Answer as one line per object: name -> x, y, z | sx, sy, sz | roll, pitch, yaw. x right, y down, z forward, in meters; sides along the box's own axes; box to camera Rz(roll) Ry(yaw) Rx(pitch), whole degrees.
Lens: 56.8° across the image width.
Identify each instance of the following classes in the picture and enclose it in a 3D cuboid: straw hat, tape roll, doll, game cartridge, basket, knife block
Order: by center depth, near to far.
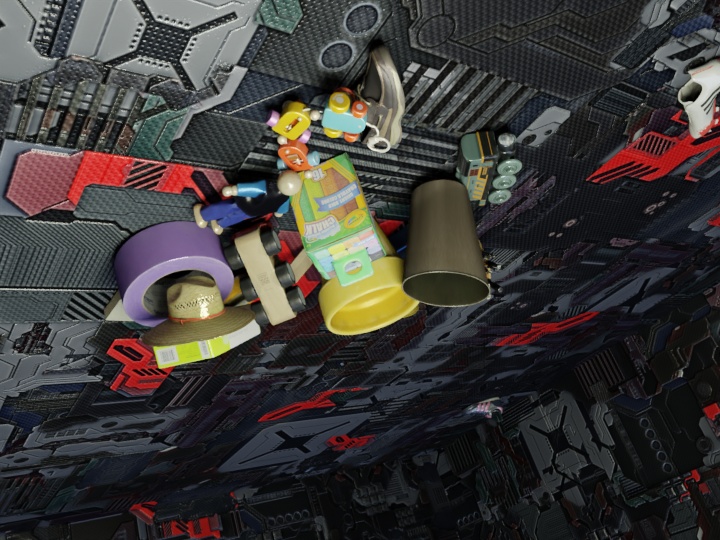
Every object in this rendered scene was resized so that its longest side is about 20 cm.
doll -> -0.181, -0.114, 1.093 | 0.198, 0.049, 0.136 | -17, 158, 27
straw hat -> -0.282, 0.055, 1.138 | 0.198, 0.086, 0.201 | -9, -165, 2
tape roll -> -0.335, 0.010, 1.201 | 0.198, 0.085, 0.201 | -19, 147, -13
basket -> 0.152, -0.055, 1.239 | 0.179, 0.202, 0.136 | 16, 149, -33
game cartridge -> -0.259, 0.058, 1.369 | 0.199, 0.033, 0.176 | -36, 172, 27
knife block -> 0.264, 0.014, 1.564 | 0.063, 0.177, 0.201 | -12, 153, -13

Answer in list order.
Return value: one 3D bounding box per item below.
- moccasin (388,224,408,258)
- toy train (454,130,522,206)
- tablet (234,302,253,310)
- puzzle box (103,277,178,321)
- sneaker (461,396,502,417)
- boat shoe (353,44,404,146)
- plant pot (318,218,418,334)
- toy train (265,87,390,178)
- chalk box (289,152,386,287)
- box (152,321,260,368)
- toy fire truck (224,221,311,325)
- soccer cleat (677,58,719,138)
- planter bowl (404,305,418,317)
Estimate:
moccasin -> 0.139, -0.077, 1.426 | 0.199, 0.081, 0.068 | -24, 142, 37
toy train -> 0.236, -0.191, 1.270 | 0.112, 0.086, 0.200 | -5, 156, -1
tablet -> -0.263, 0.089, 1.263 | 0.129, 0.014, 0.199 | -13, -174, 34
puzzle box -> -0.398, 0.061, 1.350 | 0.199, 0.026, 0.133 | 7, 141, -43
sneaker -> 0.577, 0.661, 3.139 | 0.198, 0.083, 0.070 | -18, 155, -5
boat shoe -> 0.023, -0.249, 1.003 | 0.073, 0.075, 0.201 | -18, 153, -5
plant pot -> 0.000, 0.000, 1.332 | 0.199, 0.190, 0.201 | -16, 153, -8
toy train -> -0.057, -0.213, 1.008 | 0.198, 0.056, 0.150 | -8, 150, 27
chalk box -> -0.037, -0.073, 1.151 | 0.123, 0.202, 0.124 | -22, 154, 4
box -> -0.276, 0.125, 1.240 | 0.121, 0.048, 0.200 | -14, -176, 21
toy fire truck -> -0.157, -0.016, 1.272 | 0.127, 0.178, 0.200 | -22, -163, 5
soccer cleat -> 0.668, -0.334, 1.320 | 0.084, 0.069, 0.200 | -13, 151, 5
planter bowl -> 0.040, 0.026, 1.483 | 0.198, 0.200, 0.084 | -2, 113, -32
